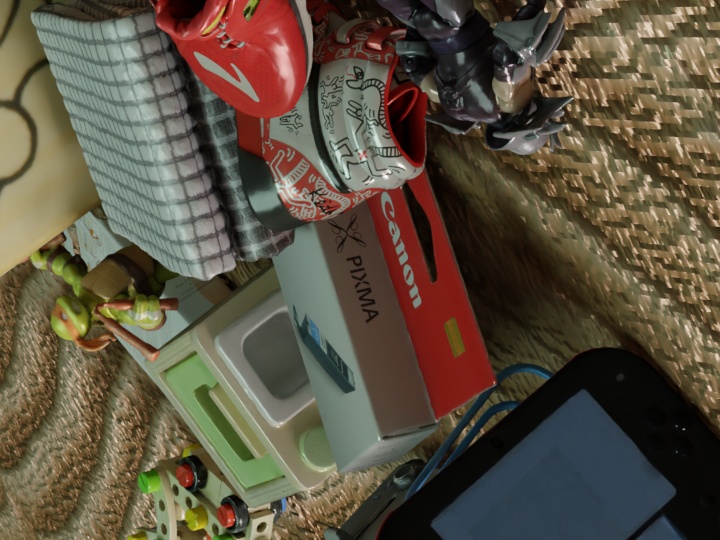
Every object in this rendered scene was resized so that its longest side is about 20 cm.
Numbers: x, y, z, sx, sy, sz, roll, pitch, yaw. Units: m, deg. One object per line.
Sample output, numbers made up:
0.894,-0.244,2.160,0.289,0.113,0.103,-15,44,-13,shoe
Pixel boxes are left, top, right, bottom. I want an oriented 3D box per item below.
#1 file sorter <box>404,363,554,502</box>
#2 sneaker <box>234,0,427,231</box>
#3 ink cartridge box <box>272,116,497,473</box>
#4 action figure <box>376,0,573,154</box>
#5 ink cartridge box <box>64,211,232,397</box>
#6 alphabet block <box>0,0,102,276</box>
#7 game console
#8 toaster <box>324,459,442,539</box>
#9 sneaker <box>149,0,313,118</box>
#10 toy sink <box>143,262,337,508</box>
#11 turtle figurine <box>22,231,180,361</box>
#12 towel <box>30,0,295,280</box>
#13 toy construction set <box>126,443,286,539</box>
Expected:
0.091,0.167,1.253,0.122,0.139,0.200,33,151,13,file sorter
-0.024,-0.130,1.184,0.108,0.067,0.202,-18,78,26,sneaker
0.000,0.000,1.250,0.176,0.045,0.201,133,121,-66,ink cartridge box
0.040,-0.130,1.062,0.200,0.069,0.130,49,152,-24,action figure
-0.158,0.017,1.655,0.200,0.050,0.163,50,158,27,ink cartridge box
-0.271,-0.123,1.460,0.196,0.200,0.196,15,136,54,alphabet block
0.122,0.152,1.128,0.177,0.200,0.031,46,156,13,game console
0.050,0.234,1.439,0.113,0.129,0.201,5,128,60,toaster
-0.080,-0.137,1.071,0.077,0.085,0.200,-10,139,15,sneaker
-0.046,0.068,1.424,0.131,0.112,0.200,54,156,-3,toy sink
-0.147,0.005,1.459,0.200,0.161,0.065,21,141,49,turtle figurine
-0.114,-0.089,1.300,0.200,0.085,0.166,22,133,68,towel
-0.109,0.216,1.763,0.199,0.092,0.132,27,122,31,toy construction set
